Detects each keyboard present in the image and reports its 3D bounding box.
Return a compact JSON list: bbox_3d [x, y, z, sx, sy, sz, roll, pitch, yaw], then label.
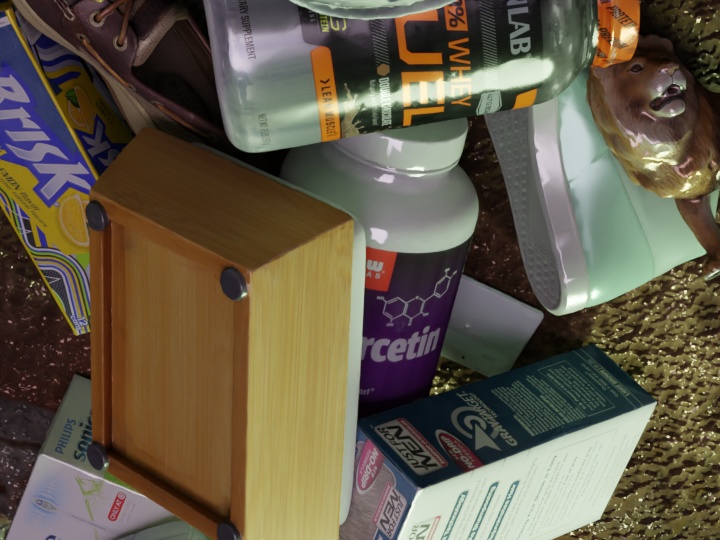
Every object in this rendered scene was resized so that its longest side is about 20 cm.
[{"bbox_3d":[0.010,0.005,1.098,0.198,0.011,0.057,25,118,-8],"label":"keyboard"}]

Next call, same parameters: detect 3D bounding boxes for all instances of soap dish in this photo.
[{"bbox_3d":[-0.076,0.043,0.972,0.157,0.081,0.202,25,124,37],"label":"soap dish"}]

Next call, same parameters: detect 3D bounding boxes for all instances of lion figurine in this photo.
[{"bbox_3d":[0.206,-0.071,0.961,0.072,0.199,0.124,-38,69,48],"label":"lion figurine"}]

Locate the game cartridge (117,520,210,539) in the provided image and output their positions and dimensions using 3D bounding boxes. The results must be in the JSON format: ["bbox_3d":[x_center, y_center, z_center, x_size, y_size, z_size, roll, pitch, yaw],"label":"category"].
[{"bbox_3d":[-0.139,0.235,1.149,0.199,0.041,0.133,-35,116,28],"label":"game cartridge"}]

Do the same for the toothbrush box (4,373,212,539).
[{"bbox_3d":[-0.123,0.178,1.182,0.198,0.086,0.146,24,123,-6],"label":"toothbrush box"}]

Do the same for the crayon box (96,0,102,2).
[{"bbox_3d":[-0.117,-0.258,0.858,0.172,0.058,0.200,44,89,-16],"label":"crayon box"}]

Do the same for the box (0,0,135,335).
[{"bbox_3d":[-0.169,-0.066,1.041,0.069,0.065,0.201,-14,119,21],"label":"box"}]

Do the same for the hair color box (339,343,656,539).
[{"bbox_3d":[0.071,0.116,1.054,0.060,0.199,0.101,43,129,32],"label":"hair color box"}]

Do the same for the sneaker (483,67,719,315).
[{"bbox_3d":[0.132,-0.089,0.995,0.117,0.074,0.203,-17,104,-19],"label":"sneaker"}]

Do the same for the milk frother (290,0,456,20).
[{"bbox_3d":[0.040,-0.235,0.733,0.178,0.190,0.200,-2,151,-22],"label":"milk frother"}]

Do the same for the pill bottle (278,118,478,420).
[{"bbox_3d":[0.000,0.000,1.025,0.111,0.113,0.202,13,119,-1],"label":"pill bottle"}]

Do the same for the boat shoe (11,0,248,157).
[{"bbox_3d":[-0.119,-0.134,0.973,0.072,0.072,0.201,1,135,48],"label":"boat shoe"}]

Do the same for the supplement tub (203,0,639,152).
[{"bbox_3d":[0.024,-0.130,0.873,0.198,0.123,0.124,-11,122,-3],"label":"supplement tub"}]
